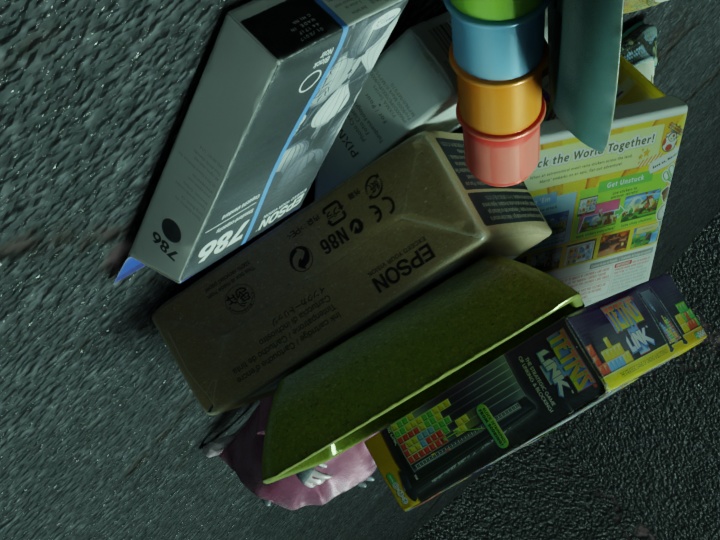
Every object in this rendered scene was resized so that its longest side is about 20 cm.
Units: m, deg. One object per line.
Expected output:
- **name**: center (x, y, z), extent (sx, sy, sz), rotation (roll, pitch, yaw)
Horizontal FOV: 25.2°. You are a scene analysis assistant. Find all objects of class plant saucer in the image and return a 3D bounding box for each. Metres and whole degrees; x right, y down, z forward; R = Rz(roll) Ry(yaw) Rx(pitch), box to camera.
- **plant saucer**: center (0.108, -0.158, 0.782), extent (0.200, 0.027, 0.201), rotation (1, 90, -87)
- **plant saucer**: center (0.034, 0.050, 0.951), extent (0.200, 0.048, 0.200), rotation (-32, 173, 6)

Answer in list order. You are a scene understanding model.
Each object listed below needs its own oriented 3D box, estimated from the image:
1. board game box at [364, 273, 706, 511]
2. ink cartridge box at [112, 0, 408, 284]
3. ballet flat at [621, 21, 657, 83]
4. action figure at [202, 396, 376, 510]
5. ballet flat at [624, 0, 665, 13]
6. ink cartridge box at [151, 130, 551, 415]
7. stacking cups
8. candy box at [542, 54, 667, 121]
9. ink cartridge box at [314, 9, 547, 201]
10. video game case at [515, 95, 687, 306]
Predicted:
- **board game box**: center (0.119, 0.076, 1.054), extent (0.165, 0.057, 0.200), rotation (-36, 170, 27)
- **ink cartridge box**: center (-0.052, -0.061, 0.793), extent (0.099, 0.039, 0.200), rotation (-35, 164, -41)
- **ballet flat**: center (0.193, -0.134, 1.281), extent (0.200, 0.074, 0.074), rotation (-36, 164, -38)
- **action figure**: center (-0.038, 0.087, 1.206), extent (0.134, 0.149, 0.200), rotation (-37, 144, -28)
- **ballet flat**: center (0.233, -0.234, 1.103), extent (0.071, 0.071, 0.200), rotation (-32, 162, -47)
- **ink cartridge box**: center (0.000, 0.000, 0.962), extent (0.200, 0.075, 0.165), rotation (-34, 171, 19)
- **stacking cups**: center (0.067, -0.126, 0.792), extent (0.060, 0.060, 0.200), rotation (-40, 149, -23)
- **candy box**: center (0.130, -0.077, 1.179), extent (0.200, 0.102, 0.026), rotation (-48, 171, 7)
- **ink cartridge box**: center (0.026, -0.096, 0.962), extent (0.200, 0.047, 0.160), rotation (-35, 179, 43)
- **video game case**: center (0.134, -0.022, 1.122), extent (0.200, 0.023, 0.182), rotation (-14, 126, -31)
